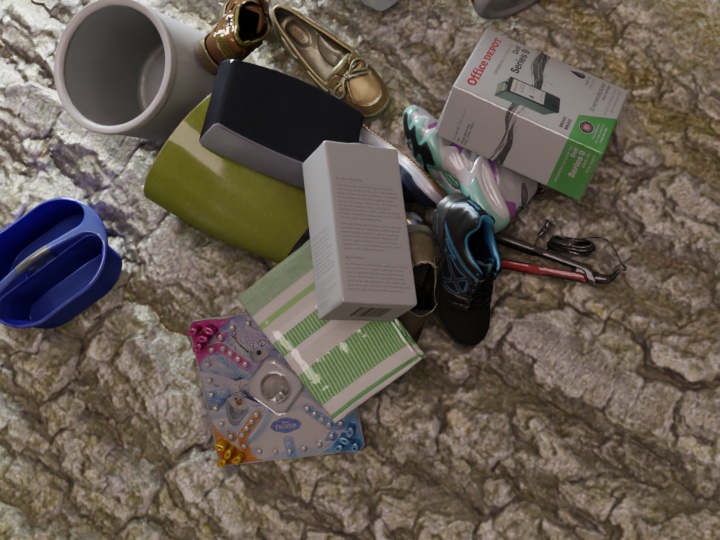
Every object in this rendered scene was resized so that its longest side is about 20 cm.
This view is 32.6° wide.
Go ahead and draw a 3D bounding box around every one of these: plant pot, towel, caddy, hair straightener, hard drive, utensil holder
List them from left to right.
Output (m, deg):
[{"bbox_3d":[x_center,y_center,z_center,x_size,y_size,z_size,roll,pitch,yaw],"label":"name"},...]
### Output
[{"bbox_3d":[-0.421,-0.007,1.660,0.199,0.105,0.142,-36,75,5],"label":"caddy"},{"bbox_3d":[-0.272,-0.252,1.605,0.169,0.200,0.172,0,89,21],"label":"utensil holder"},{"bbox_3d":[-0.144,-0.106,1.590,0.200,0.187,0.188,39,91,5],"label":"plant pot"},{"bbox_3d":[-0.092,-0.180,1.530,0.199,0.042,0.136,21,62,-18],"label":"hard drive"},{"bbox_3d":[-0.036,0.068,1.505,0.152,0.023,0.200,-38,90,15],"label":"towel"},{"bbox_3d":[0.239,-0.030,1.551,0.199,0.041,0.078,11,83,19],"label":"hair straightener"}]

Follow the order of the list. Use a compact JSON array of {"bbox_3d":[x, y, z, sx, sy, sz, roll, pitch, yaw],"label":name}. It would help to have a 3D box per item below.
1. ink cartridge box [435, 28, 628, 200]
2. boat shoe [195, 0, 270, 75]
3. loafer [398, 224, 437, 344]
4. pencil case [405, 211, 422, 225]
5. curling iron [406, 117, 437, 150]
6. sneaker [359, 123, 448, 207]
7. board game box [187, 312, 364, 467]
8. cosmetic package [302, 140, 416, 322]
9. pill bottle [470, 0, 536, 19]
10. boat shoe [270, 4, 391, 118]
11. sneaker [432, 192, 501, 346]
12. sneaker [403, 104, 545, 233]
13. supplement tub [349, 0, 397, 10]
[{"bbox_3d":[0.211,-0.194,1.515,0.199,0.084,0.146,25,46,5],"label":"ink cartridge box"},{"bbox_3d":[-0.148,-0.320,1.617,0.068,0.201,0.072,-28,115,29],"label":"boat shoe"},{"bbox_3d":[0.052,0.041,1.519,0.075,0.201,0.070,-2,37,-14],"label":"loafer"},{"bbox_3d":[0.000,0.000,1.579,0.199,0.083,0.091,-24,87,7],"label":"pencil case"},{"bbox_3d":[0.148,-0.212,1.610,0.199,0.026,0.050,-25,80,7],"label":"curling iron"},{"bbox_3d":[0.023,-0.105,1.575,0.109,0.070,0.200,-50,47,1],"label":"sneaker"},{"bbox_3d":[-0.109,0.150,1.567,0.198,0.026,0.202,-8,103,12],"label":"board game box"},{"bbox_3d":[-0.003,-0.045,1.455,0.101,0.071,0.202,4,69,-27],"label":"cosmetic package"},{"bbox_3d":[0.163,-0.439,1.600,0.108,0.109,0.201,-25,77,7],"label":"pill bottle"},{"bbox_3d":[-0.043,-0.281,1.643,0.073,0.063,0.201,-44,75,3],"label":"boat shoe"},{"bbox_3d":[0.133,0.009,1.511,0.073,0.082,0.201,-21,117,-25],"label":"sneaker"},{"bbox_3d":[0.156,-0.155,1.574,0.139,0.078,0.200,-34,80,-16],"label":"sneaker"},{"bbox_3d":[-0.024,-0.448,1.624,0.199,0.145,0.145,36,90,15],"label":"supplement tub"}]
